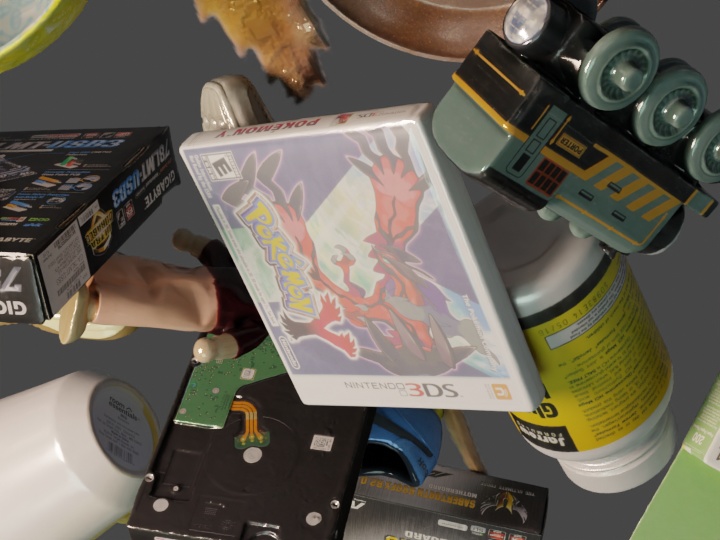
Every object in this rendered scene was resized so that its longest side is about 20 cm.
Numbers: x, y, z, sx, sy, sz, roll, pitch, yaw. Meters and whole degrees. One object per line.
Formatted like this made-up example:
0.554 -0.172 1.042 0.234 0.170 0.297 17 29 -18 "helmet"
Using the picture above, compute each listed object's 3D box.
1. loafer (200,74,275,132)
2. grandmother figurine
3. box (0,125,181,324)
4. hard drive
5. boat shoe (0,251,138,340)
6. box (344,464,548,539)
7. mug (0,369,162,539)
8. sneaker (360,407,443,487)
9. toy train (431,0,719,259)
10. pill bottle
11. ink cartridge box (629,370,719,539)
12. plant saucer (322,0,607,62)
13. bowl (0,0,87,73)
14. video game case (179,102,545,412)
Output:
-0.040 -0.042 0.922 0.070 0.070 0.201 25 145 58 "loafer"
-0.106 0.019 0.964 0.198 0.122 0.061 8 141 -27 "grandmother figurine"
-0.241 -0.034 0.892 0.198 0.199 0.050 1 115 17 "box"
-0.064 0.113 0.980 0.138 0.201 0.038 6 138 11 "hard drive"
-0.250 0.001 1.031 0.198 0.073 0.065 5 124 9 "boat shoe"
0.044 0.221 1.161 0.198 0.049 0.159 12 135 6 "box"
-0.230 0.150 1.142 0.152 0.186 0.150 -29 87 28 "mug"
-0.037 0.111 1.059 0.198 0.079 0.066 14 138 7 "sneaker"
0.129 -0.075 0.765 0.199 0.085 0.114 25 110 -43 "toy train"
0.135 0.048 0.914 0.112 0.113 0.201 -11 129 27 "pill bottle"
0.274 0.149 0.933 0.145 0.048 0.201 28 91 -11 "ink cartridge box"
0.050 -0.202 0.751 0.198 0.035 0.201 9 137 8 "plant saucer"
-0.214 -0.190 0.777 0.198 0.202 0.108 4 176 14 "bowl"
0.000 0.000 0.848 0.181 0.023 0.201 -2 123 38 "video game case"
